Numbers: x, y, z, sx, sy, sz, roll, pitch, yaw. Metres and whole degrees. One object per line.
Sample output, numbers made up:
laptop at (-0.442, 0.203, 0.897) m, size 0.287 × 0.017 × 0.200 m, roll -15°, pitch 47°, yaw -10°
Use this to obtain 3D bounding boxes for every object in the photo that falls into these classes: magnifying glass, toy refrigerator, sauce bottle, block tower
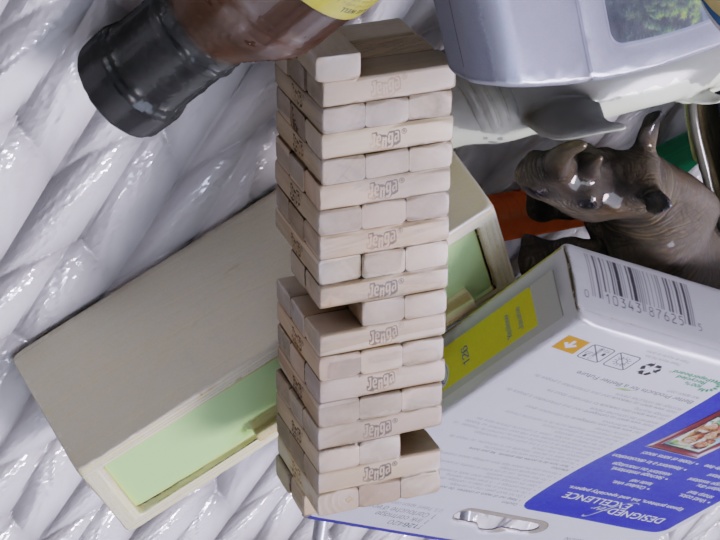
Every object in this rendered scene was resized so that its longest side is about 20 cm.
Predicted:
magnifying glass at (0.129, -0.038, 1.060) m, size 0.199 × 0.022 × 0.080 m, roll -13°, pitch 145°, yaw -39°
toy refrigerator at (-0.036, 0.023, 0.917) m, size 0.200 × 0.070 × 0.076 m, roll -33°, pitch 152°, yaw -6°
sauce bottle at (-0.014, -0.112, 0.715) m, size 0.200 × 0.065 × 0.065 m, roll -37°, pitch 154°, yaw 28°
block tower at (0.000, 0.000, 0.839) m, size 0.058 × 0.054 × 0.201 m, roll -10°, pitch 118°, yaw -18°

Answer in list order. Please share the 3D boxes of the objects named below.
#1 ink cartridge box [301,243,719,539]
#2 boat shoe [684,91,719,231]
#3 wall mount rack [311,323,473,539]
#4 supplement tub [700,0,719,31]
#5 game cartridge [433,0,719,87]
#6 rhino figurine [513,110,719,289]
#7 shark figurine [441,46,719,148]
ink cartridge box at (0.105, 0.069, 0.989) m, size 0.197 × 0.047 × 0.200 m, roll 14°, pitch 146°, yaw -35°
boat shoe at (0.201, -0.013, 1.012) m, size 0.072 × 0.202 × 0.060 m, roll -4°, pitch -158°, yaw 47°
wall mount rack at (0.046, 0.074, 1.082) m, size 0.200 × 0.075 × 0.174 m, roll 2°, pitch 137°, yaw -47°
supplement tub at (0.140, -0.164, 0.652) m, size 0.144 × 0.145 × 0.200 m, roll -36°, pitch 135°, yaw 2°
game cartridge at (0.112, -0.145, 0.784) m, size 0.199 × 0.041 × 0.134 m, roll -24°, pitch 119°, yaw -20°
rhino figurine at (0.115, -0.020, 0.952) m, size 0.087 × 0.060 × 0.200 m, roll -3°, pitch 159°, yaw 16°
shark figurine at (0.114, -0.105, 0.870) m, size 0.214 × 0.090 × 0.128 m, roll -15°, pitch -171°, yaw -21°
